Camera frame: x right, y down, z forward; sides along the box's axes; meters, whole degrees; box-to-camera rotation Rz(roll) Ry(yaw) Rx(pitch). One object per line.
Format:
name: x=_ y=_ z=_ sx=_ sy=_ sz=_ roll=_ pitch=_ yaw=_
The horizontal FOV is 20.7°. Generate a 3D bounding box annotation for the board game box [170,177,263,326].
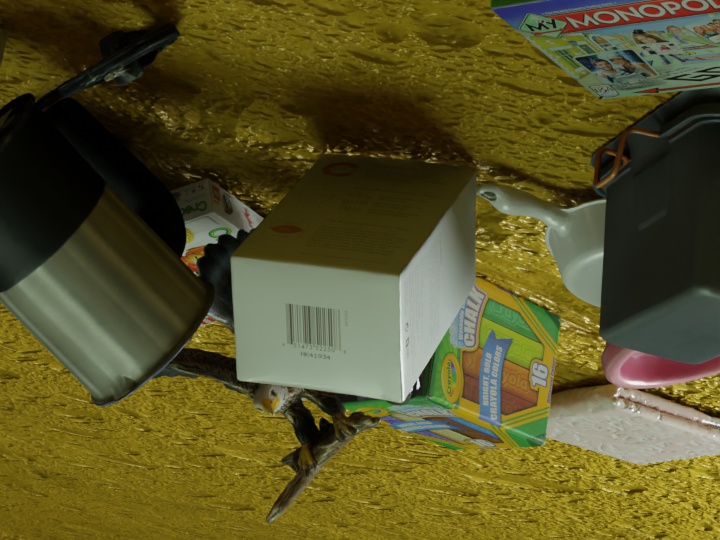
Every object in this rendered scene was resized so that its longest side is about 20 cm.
board game box: x=-0.132 y=-0.012 z=1.667 sx=0.125 sy=0.035 sz=0.200 roll=-18 pitch=155 yaw=20

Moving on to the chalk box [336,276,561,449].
chalk box: x=0.063 y=0.073 z=1.739 sx=0.199 sy=0.126 sz=0.123 roll=23 pitch=159 yaw=-40

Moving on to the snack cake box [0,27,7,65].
snack cake box: x=-0.359 y=-0.153 z=1.362 sx=0.198 sy=0.068 sz=0.115 roll=-1 pitch=161 yaw=31

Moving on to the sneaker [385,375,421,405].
sneaker: x=0.042 y=0.025 z=1.548 sx=0.113 sy=0.200 sz=0.077 roll=-9 pitch=123 yaw=-7

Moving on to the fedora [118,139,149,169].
fedora: x=-0.197 y=-0.030 z=1.509 sx=0.089 sy=0.200 sz=0.178 roll=-12 pitch=121 yaw=-9

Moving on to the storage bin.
storage bin: x=0.225 y=-0.024 z=1.321 sx=0.144 sy=0.136 sz=0.200 roll=15 pitch=161 yaw=-15

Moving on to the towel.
towel: x=0.276 y=0.159 z=2.048 sx=0.190 sy=0.033 sz=0.200 roll=18 pitch=162 yaw=-26

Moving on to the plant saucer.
plant saucer: x=0.275 y=0.030 z=1.507 sx=0.199 sy=0.051 sz=0.201 roll=-16 pitch=161 yaw=-6

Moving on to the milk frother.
milk frother: x=-0.163 y=-0.045 z=1.328 sx=0.188 sy=0.181 sz=0.199 roll=46 pitch=142 yaw=-20

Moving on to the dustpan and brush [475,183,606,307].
dustpan and brush: x=0.172 y=-0.027 z=1.486 sx=0.198 sy=0.058 sz=0.139 roll=8 pitch=152 yaw=-31

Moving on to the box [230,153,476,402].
box: x=0.000 y=0.000 z=1.406 sx=0.123 sy=0.098 sz=0.200 roll=6 pitch=-154 yaw=17

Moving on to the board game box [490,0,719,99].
board game box: x=0.193 y=-0.146 z=1.132 sx=0.199 sy=0.029 sz=0.134 roll=-3 pitch=159 yaw=37

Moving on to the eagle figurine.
eagle figurine: x=-0.082 y=0.072 z=1.507 sx=0.200 sy=0.152 sz=0.151 roll=42 pitch=158 yaw=-10
